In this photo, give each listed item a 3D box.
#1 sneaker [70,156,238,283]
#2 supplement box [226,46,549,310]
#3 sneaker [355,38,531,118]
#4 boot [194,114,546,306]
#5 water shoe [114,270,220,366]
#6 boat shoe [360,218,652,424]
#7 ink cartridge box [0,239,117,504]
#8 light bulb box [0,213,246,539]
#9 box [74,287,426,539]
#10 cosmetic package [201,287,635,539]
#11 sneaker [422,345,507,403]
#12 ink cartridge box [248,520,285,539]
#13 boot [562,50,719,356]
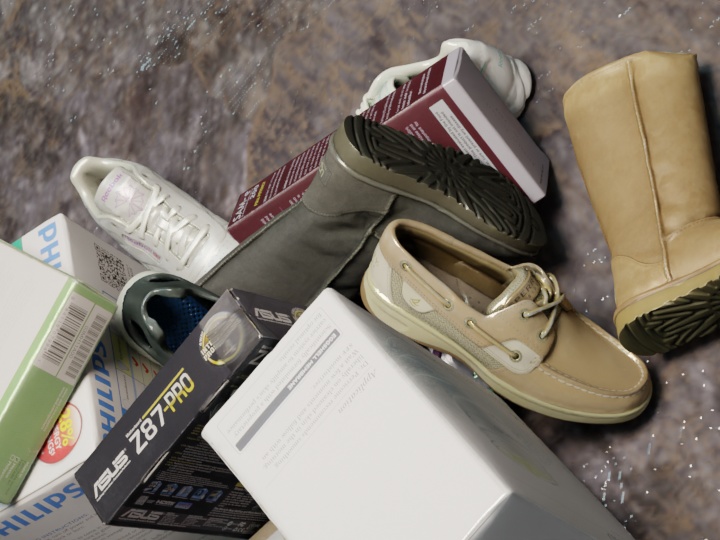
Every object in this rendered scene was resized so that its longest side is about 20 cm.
[{"bbox_3d":[-0.146,-0.024,1.771,0.200,0.100,0.075,33,88,41],"label":"sneaker"},{"bbox_3d":[0.019,-0.051,1.643,0.200,0.109,0.061,-32,19,21],"label":"supplement box"},{"bbox_3d":[0.021,-0.104,1.694,0.200,0.080,0.071,-35,53,21],"label":"sneaker"},{"bbox_3d":[0.001,-0.001,1.597,0.200,0.181,0.073,-53,22,30],"label":"boot"},{"bbox_3d":[-0.068,0.066,1.556,0.072,0.199,0.079,-66,21,-3],"label":"water shoe"},{"bbox_3d":[0.098,0.031,1.513,0.199,0.065,0.072,27,45,5],"label":"boat shoe"},{"bbox_3d":[-0.262,0.046,1.542,0.200,0.048,0.146,24,84,44],"label":"ink cartridge box"},{"bbox_3d":[-0.173,0.103,1.612,0.124,0.200,0.199,-29,52,22],"label":"light bulb box"},{"bbox_3d":[-0.059,0.097,1.487,0.161,0.200,0.049,-48,58,20],"label":"box"},{"bbox_3d":[0.048,0.141,1.391,0.123,0.199,0.200,-48,49,8],"label":"cosmetic package"},{"bbox_3d":[0.083,0.110,1.557,0.087,0.074,0.201,3,81,27],"label":"sneaker"},{"bbox_3d":[-0.048,0.267,1.534,0.200,0.075,0.165,-44,57,24],"label":"ink cartridge box"},{"bbox_3d":[0.220,-0.062,1.529,0.174,0.066,0.201,-20,52,19],"label":"boot"}]
